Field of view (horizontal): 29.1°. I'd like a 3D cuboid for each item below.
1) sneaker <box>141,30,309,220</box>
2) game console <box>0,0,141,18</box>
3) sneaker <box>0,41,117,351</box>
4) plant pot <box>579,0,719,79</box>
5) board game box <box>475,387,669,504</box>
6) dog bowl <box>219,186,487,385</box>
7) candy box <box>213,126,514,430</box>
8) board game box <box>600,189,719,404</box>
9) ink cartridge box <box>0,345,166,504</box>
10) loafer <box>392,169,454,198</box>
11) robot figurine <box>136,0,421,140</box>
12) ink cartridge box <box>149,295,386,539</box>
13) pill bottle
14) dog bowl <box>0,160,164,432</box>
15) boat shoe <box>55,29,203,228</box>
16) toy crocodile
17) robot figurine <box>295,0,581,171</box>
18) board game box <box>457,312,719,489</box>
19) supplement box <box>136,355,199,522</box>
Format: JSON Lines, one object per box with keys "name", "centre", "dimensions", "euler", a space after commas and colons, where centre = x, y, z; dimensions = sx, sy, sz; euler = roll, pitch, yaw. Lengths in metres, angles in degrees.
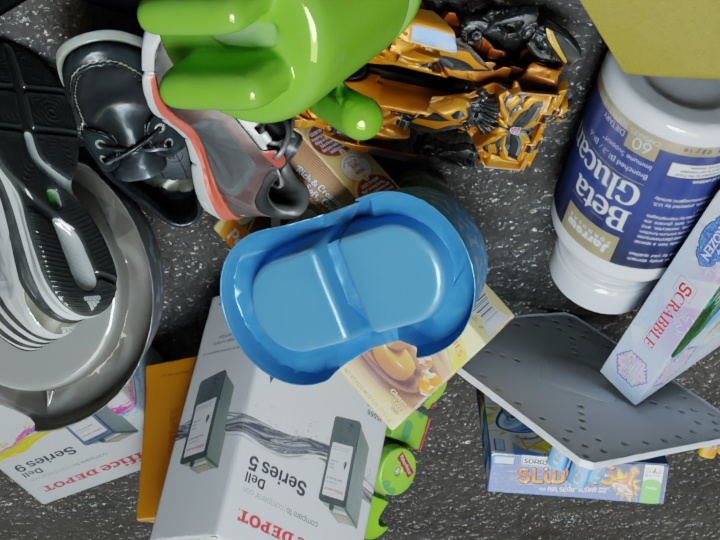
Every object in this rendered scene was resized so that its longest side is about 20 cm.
{"name": "sneaker", "centre": [-0.075, -0.104, 0.879], "dimensions": [0.081, 0.078, 0.201], "euler": [11, 151, 21]}
{"name": "game console", "centre": [-0.135, -0.202, 0.783], "dimensions": [0.174, 0.117, 0.200], "euler": [15, 135, -22]}
{"name": "sneaker", "centre": [-0.236, -0.042, 0.905], "dimensions": [0.115, 0.202, 0.075], "euler": [-32, 160, 37]}
{"name": "plant pot", "centre": [0.200, -0.220, 0.758], "dimensions": [0.175, 0.202, 0.200], "euler": [-16, 139, 28]}
{"name": "board game box", "centre": [0.163, 0.119, 1.115], "dimensions": [0.134, 0.200, 0.035], "euler": [4, 111, 0]}
{"name": "dog bowl", "centre": [-0.002, 0.007, 0.927], "dimensions": [0.199, 0.050, 0.112], "euler": [-17, 100, 34]}
{"name": "candy box", "centre": [0.000, 0.000, 0.987], "dimensions": [0.200, 0.055, 0.115], "euler": [49, 126, 6]}
{"name": "board game box", "centre": [0.288, -0.011, 1.026], "dimensions": [0.199, 0.041, 0.200], "euler": [-27, 153, -36]}
{"name": "ink cartridge box", "centre": [-0.251, 0.090, 1.125], "dimensions": [0.144, 0.088, 0.200], "euler": [-19, 139, 14]}
{"name": "loafer", "centre": [-0.004, 0.000, 1.061], "dimensions": [0.069, 0.070, 0.200], "euler": [23, 135, -29]}
{"name": "robot figurine", "centre": [-0.037, -0.159, 0.786], "dimensions": [0.115, 0.200, 0.177], "euler": [3, 120, 33]}
{"name": "ink cartridge box", "centre": [-0.060, 0.133, 1.048], "dimensions": [0.084, 0.202, 0.145], "euler": [-14, 144, 42]}
{"name": "pill bottle", "centre": [0.199, -0.063, 0.984], "dimensions": [0.110, 0.112, 0.201], "euler": [3, 138, -10]}
{"name": "dog bowl", "centre": [-0.229, 0.010, 0.979], "dimensions": [0.198, 0.059, 0.203], "euler": [2, 97, 13]}
{"name": "boat shoe", "centre": [-0.144, -0.084, 0.911], "dimensions": [0.074, 0.067, 0.200], "euler": [-12, 157, 0]}
{"name": "toy crocodile", "centre": [0.031, 0.120, 1.131], "dimensions": [0.062, 0.202, 0.067], "euler": [27, 170, -40]}
{"name": "robot figurine", "centre": [0.049, -0.122, 0.930], "dimensions": [0.198, 0.059, 0.146], "euler": [11, 137, -9]}
{"name": "board game box", "centre": [0.162, 0.092, 1.055], "dimensions": [0.199, 0.200, 0.026], "euler": [-2, 118, -41]}
{"name": "supplement box", "centre": [-0.082, 0.149, 1.138], "dimensions": [0.073, 0.127, 0.199], "euler": [-13, 159, 43]}
